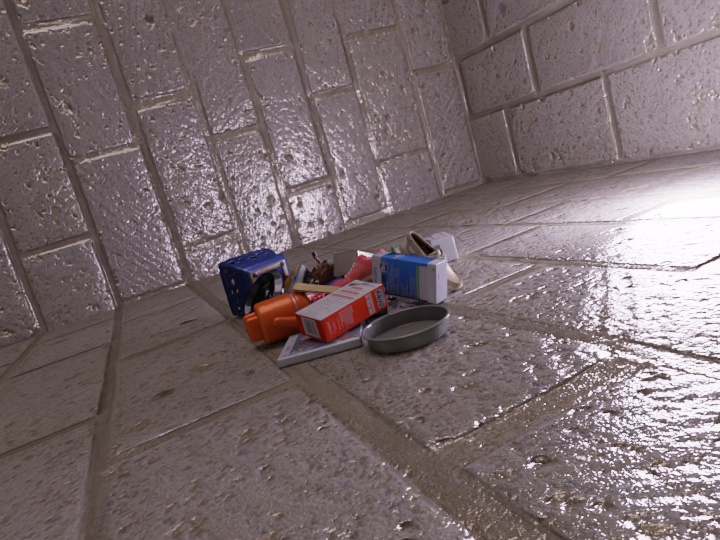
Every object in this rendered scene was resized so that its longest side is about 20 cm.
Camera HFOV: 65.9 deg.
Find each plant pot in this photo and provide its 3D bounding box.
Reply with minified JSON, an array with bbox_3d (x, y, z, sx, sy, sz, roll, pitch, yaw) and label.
[{"bbox_3d":[-0.345,0.045,1.914,0.199,0.202,0.179,-22,18,-35],"label":"plant pot"}]

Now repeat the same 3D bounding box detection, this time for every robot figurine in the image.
[{"bbox_3d":[-0.206,0.125,1.476,0.198,0.117,0.144,-19,-24,-17],"label":"robot figurine"}]

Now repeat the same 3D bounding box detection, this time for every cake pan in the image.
[{"bbox_3d":[0.100,0.126,1.200,0.198,0.037,0.200,-16,11,3],"label":"cake pan"}]

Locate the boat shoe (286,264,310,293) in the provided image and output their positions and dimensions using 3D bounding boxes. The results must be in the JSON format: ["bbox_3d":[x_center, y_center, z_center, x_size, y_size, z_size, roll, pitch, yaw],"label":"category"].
[{"bbox_3d":[-0.186,0.053,1.729,0.069,0.056,0.201,-45,19,29],"label":"boat shoe"}]

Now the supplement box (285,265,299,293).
[{"bbox_3d":[-0.229,0.067,1.788,0.067,0.069,0.200,-43,8,31],"label":"supplement box"}]

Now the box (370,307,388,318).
[{"bbox_3d":[-0.017,0.096,1.518,0.159,0.050,0.200,-13,11,-3],"label":"box"}]

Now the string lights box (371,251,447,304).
[{"bbox_3d":[0.124,0.015,1.439,0.199,0.104,0.059,10,20,37],"label":"string lights box"}]

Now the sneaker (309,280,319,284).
[{"bbox_3d":[-0.156,0.079,1.830,0.093,0.070,0.200,-40,13,14],"label":"sneaker"}]

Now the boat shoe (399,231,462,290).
[{"bbox_3d":[0.194,-0.026,1.473,0.072,0.200,0.065,-33,-22,-47],"label":"boat shoe"}]

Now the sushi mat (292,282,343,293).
[{"bbox_3d":[-0.082,0.052,1.500,0.198,0.012,0.096,5,11,2],"label":"sushi mat"}]

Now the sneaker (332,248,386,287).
[{"bbox_3d":[0.000,0.000,1.585,0.198,0.088,0.074,-23,6,14],"label":"sneaker"}]

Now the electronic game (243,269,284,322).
[{"bbox_3d":[-0.295,0.090,1.690,0.041,0.202,0.199,29,-19,-33],"label":"electronic game"}]

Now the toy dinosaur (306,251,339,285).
[{"bbox_3d":[-0.107,0.027,1.758,0.085,0.201,0.136,-10,43,18],"label":"toy dinosaur"}]

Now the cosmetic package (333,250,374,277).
[{"bbox_3d":[0.016,-0.011,1.758,0.103,0.074,0.199,-8,-10,39],"label":"cosmetic package"}]

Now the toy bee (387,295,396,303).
[{"bbox_3d":[0.154,0.011,1.535,0.199,0.110,0.131,-21,13,-26],"label":"toy bee"}]

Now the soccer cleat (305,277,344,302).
[{"bbox_3d":[-0.104,0.074,1.668,0.199,0.067,0.076,-27,0,-30],"label":"soccer cleat"}]

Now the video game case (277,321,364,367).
[{"bbox_3d":[-0.089,0.166,1.327,0.198,0.023,0.182,-15,10,5],"label":"video game case"}]

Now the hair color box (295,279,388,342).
[{"bbox_3d":[-0.044,0.094,1.340,0.199,0.065,0.110,-29,22,-33],"label":"hair color box"}]

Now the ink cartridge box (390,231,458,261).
[{"bbox_3d":[0.214,-0.061,1.884,0.198,0.085,0.146,-16,11,-2],"label":"ink cartridge box"}]
